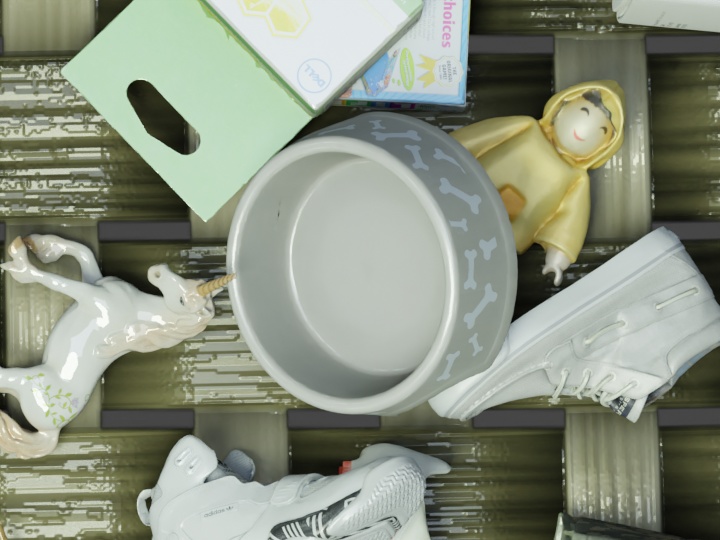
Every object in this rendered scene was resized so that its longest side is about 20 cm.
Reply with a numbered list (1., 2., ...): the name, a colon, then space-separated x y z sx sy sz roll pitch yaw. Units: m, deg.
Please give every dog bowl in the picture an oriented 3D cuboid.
1. dog bowl: 0.000 0.000 1.386 0.200 0.059 0.201 6 101 32

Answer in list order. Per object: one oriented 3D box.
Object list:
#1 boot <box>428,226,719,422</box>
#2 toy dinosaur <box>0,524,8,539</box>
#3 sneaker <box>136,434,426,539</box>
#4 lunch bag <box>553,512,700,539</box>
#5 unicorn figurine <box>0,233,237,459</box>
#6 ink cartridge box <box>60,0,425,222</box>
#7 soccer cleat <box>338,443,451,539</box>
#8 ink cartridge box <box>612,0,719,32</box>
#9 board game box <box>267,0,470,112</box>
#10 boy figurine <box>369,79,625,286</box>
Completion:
1. boot: 0.149 0.062 1.428 0.200 0.074 0.096 -34 81 -4
2. toy dinosaur: -0.162 0.250 1.427 0.199 0.060 0.106 18 56 -7
3. sneaker: -0.059 0.145 1.391 0.200 0.075 0.115 -34 63 18
4. lunch bag: 0.186 0.272 1.397 0.163 0.118 0.201 12 92 -1
5. unicorn figurine: -0.184 0.038 1.433 0.137 0.074 0.200 35 103 1
6. ink cartridge box: -0.078 -0.152 1.419 0.200 0.048 0.146 -44 88 -5
7. soccer cleat: 0.017 0.214 1.422 0.077 0.069 0.201 6 83 -4
8. ink cartridge box: 0.276 -0.233 1.446 0.199 0.084 0.145 5 86 0
9. board game box: 0.009 -0.210 1.464 0.134 0.034 0.201 3 86 -1
10. boy figurine: 0.104 -0.048 1.442 0.200 0.064 0.124 -39 85 0
